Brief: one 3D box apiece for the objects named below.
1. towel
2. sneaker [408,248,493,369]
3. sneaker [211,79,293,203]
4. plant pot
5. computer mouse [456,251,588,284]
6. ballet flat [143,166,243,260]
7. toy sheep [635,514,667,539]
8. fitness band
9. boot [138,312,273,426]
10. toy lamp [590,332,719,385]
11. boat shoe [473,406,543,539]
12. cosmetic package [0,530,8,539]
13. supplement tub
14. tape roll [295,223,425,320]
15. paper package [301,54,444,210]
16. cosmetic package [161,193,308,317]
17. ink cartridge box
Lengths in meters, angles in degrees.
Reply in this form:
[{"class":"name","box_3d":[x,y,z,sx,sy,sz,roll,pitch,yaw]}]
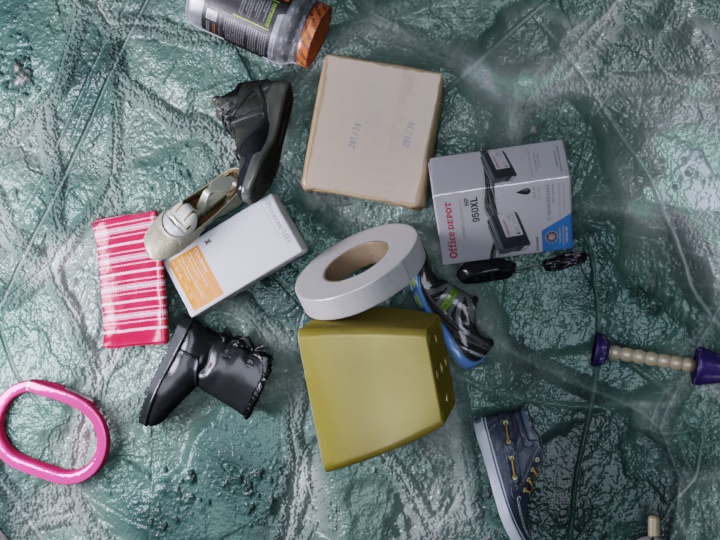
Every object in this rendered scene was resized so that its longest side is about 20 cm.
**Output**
[{"class":"towel","box_3d":[-0.350,0.016,1.777,0.143,0.022,0.204,-4,91,37]},{"class":"sneaker","box_3d":[0.131,0.048,1.749,0.082,0.071,0.201,-32,91,-5]},{"class":"sneaker","box_3d":[-0.175,-0.196,1.748,0.112,0.076,0.203,7,72,12]},{"class":"plant pot","box_3d":[0.034,0.153,1.670,0.173,0.200,0.204,-10,96,14]},{"class":"computer mouse","box_3d":[0.239,-0.013,1.740,0.196,0.059,0.035,-8,73,4]},{"class":"ballet flat","box_3d":[-0.246,-0.092,1.731,0.067,0.063,0.200,40,57,12]},{"class":"toy sheep","box_3d":[0.425,0.460,1.697,0.135,0.138,0.204,7,86,5]},{"class":"fitness band","box_3d":[-0.485,0.252,1.824,0.197,0.037,0.146,18,93,6]},{"class":"boot","box_3d":[-0.234,0.176,1.784,0.160,0.073,0.201,25,96,-2]},{"class":"toy lamp","box_3d":[0.443,0.131,1.723,0.196,0.058,0.059,10,93,4]},{"class":"boat shoe","box_3d":[0.239,0.307,1.738,0.089,0.071,0.204,-18,88,10]},{"class":"cosmetic package","box_3d":[-0.616,0.490,1.778,0.164,0.165,0.201,-40,88,5]},{"class":"supplement tub","box_3d":[-0.149,-0.385,1.731,0.197,0.123,0.124,25,94,5]},{"class":"tape roll","box_3d":[0.000,0.000,1.690,0.200,0.203,0.037,-24,113,6]},{"class":"paper package","box_3d":[0.021,-0.202,1.730,0.187,0.103,0.204,10,92,4]},{"class":"cosmetic package","box_3d":[-0.189,-0.022,1.770,0.198,0.071,0.102,-31,88,5]},{"class":"ink cartridge box","box_3d":[0.204,-0.096,1.690,0.196,0.085,0.146,-8,135,6]}]
